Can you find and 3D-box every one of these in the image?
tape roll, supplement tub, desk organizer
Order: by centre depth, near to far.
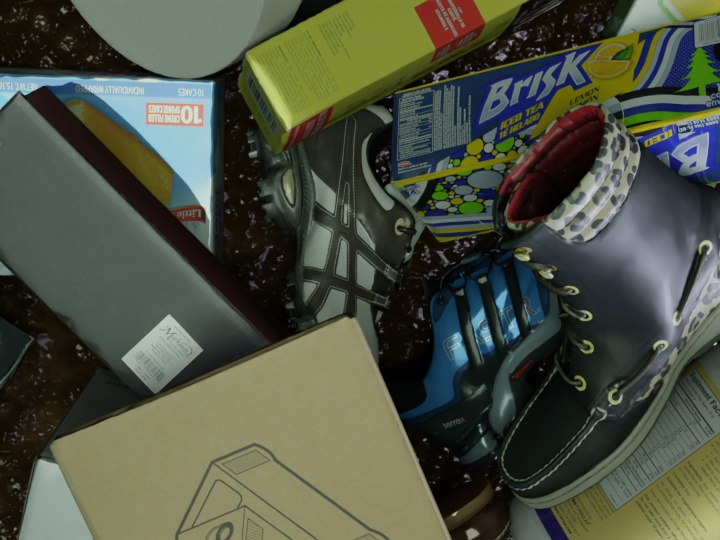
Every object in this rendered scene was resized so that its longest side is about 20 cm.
[{"bbox_3d":[-0.108,-0.202,1.039,0.037,0.202,0.204,-30,100,-38],"label":"tape roll"},{"bbox_3d":[-0.129,-0.004,1.050,0.072,0.077,0.200,-43,97,8],"label":"desk organizer"},{"bbox_3d":[0.198,0.132,1.098,0.200,0.145,0.146,-37,97,6],"label":"supplement tub"}]

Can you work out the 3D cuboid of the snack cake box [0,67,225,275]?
[{"bbox_3d":[-0.178,-0.056,1.115,0.198,0.067,0.116,2,99,1],"label":"snack cake box"}]

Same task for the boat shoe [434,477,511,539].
[{"bbox_3d":[0.015,0.185,1.126,0.200,0.070,0.071,-34,91,36],"label":"boat shoe"}]

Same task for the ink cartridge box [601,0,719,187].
[{"bbox_3d":[0.203,-0.147,1.095,0.103,0.059,0.201,27,99,-4],"label":"ink cartridge box"}]

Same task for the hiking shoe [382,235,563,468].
[{"bbox_3d":[0.080,0.013,1.117,0.086,0.074,0.201,26,99,-4],"label":"hiking shoe"}]

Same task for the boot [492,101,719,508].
[{"bbox_3d":[0.109,0.019,1.028,0.153,0.074,0.204,33,103,-37],"label":"boot"}]

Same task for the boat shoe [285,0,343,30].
[{"bbox_3d":[0.006,-0.203,1.091,0.201,0.063,0.074,-43,66,6],"label":"boat shoe"}]

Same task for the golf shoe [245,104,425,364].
[{"bbox_3d":[0.000,0.000,1.104,0.094,0.078,0.202,-13,89,-1],"label":"golf shoe"}]

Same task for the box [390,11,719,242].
[{"bbox_3d":[0.120,-0.076,1.057,0.199,0.070,0.065,-11,58,23],"label":"box"}]

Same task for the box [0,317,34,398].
[{"bbox_3d":[-0.302,0.045,1.108,0.199,0.044,0.160,34,130,-5],"label":"box"}]

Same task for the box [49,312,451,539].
[{"bbox_3d":[-0.039,0.142,0.965,0.162,0.021,0.201,-23,99,4],"label":"box"}]

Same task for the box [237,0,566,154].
[{"bbox_3d":[0.031,-0.135,1.067,0.199,0.075,0.050,-28,87,-11],"label":"box"}]

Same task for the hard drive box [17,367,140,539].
[{"bbox_3d":[-0.095,0.128,1.076,0.155,0.200,0.077,15,99,-1],"label":"hard drive box"}]
